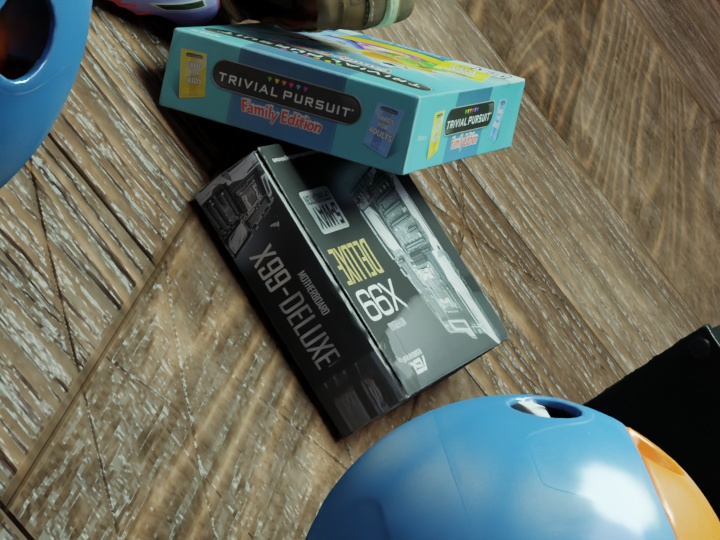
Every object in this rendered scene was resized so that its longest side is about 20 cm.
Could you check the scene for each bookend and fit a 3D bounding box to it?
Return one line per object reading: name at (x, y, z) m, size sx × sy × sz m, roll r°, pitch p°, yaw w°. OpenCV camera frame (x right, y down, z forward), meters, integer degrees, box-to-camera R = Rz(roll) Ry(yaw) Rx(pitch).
bookend at (0.163, 0.112, 1.277) m, size 0.092 × 0.198 × 0.200 m, roll 57°, pitch 21°, yaw 9°

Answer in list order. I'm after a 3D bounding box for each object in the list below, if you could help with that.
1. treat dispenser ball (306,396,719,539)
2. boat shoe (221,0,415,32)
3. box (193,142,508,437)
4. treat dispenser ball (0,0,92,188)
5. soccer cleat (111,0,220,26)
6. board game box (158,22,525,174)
treat dispenser ball at (0.068, 0.156, 0.987) m, size 0.201 × 0.200 × 0.201 m, roll 45°, pitch 24°, yaw -27°
boat shoe at (-0.053, -0.179, 1.323) m, size 0.075 × 0.202 × 0.075 m, roll -22°, pitch 111°, yaw -28°
box at (0.000, 0.000, 1.287) m, size 0.158 × 0.050 × 0.200 m, roll 58°, pitch 21°, yaw 5°
treat dispenser ball at (-0.197, -0.106, 0.810) m, size 0.201 × 0.200 × 0.201 m, roll 45°, pitch 24°, yaw -27°
soccer cleat at (-0.142, -0.178, 1.237) m, size 0.067 × 0.077 × 0.200 m, roll 28°, pitch -9°, yaw 29°
board game box at (-0.005, -0.105, 1.309) m, size 0.150 × 0.047 × 0.200 m, roll 17°, pitch 13°, yaw 18°
